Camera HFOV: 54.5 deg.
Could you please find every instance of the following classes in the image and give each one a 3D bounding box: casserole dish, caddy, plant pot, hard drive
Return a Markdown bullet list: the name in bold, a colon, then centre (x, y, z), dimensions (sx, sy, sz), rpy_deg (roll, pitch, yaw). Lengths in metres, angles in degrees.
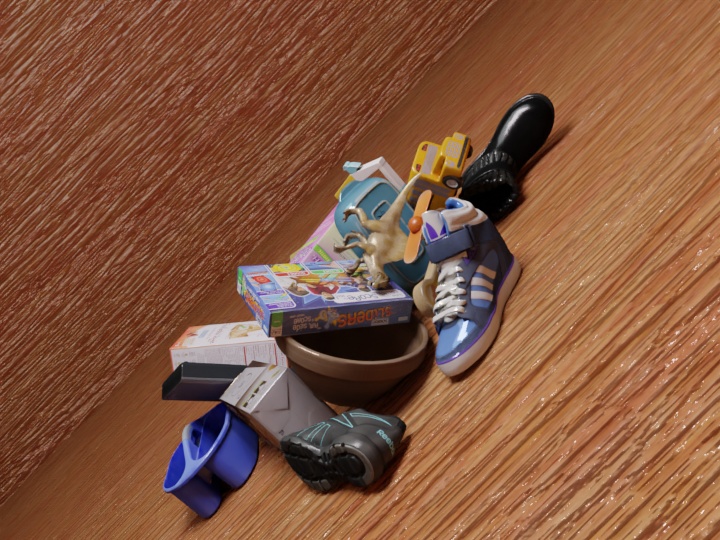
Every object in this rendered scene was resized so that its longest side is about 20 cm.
- **casserole dish**: centre (0.048, -0.052, 1.035), dimensions (0.121, 0.201, 0.039), rpy_deg (-45, 9, -30)
- **caddy**: centre (-0.242, 0.288, 1.106), dimensions (0.141, 0.105, 0.200), rpy_deg (-45, 14, 2)
- **plant pot**: centre (-0.015, 0.110, 0.901), dimensions (0.202, 0.196, 0.095), rpy_deg (-85, 2, -69)
- **hard drive**: centre (-0.211, 0.184, 1.136), dimensions (0.139, 0.196, 0.034), rpy_deg (-38, 50, 54)

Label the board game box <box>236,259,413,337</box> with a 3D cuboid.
- **board game box**: centre (-0.048, 0.031, 0.909), dimensions (0.135, 0.196, 0.035), rpy_deg (43, 131, 54)

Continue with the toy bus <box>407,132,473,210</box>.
- **toy bus**: centre (0.111, -0.129, 1.056), dimensions (0.201, 0.077, 0.066), rpy_deg (101, -170, -64)

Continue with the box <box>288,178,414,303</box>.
- **box**: centre (0.000, 0.000, 1.073), dimensions (0.201, 0.176, 0.096), rpy_deg (-53, 14, -29)

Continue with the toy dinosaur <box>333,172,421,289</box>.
- **toy dinosaur**: centre (0.024, -0.049, 0.960), dimensions (0.059, 0.099, 0.203), rpy_deg (83, -158, -54)

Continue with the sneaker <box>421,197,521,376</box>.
- **sneaker**: centre (0.104, 0.005, 0.823), dimensions (0.080, 0.147, 0.201), rpy_deg (-26, 23, 51)

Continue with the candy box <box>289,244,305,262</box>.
- **candy box**: centre (-0.044, -0.037, 1.435), dimensions (0.199, 0.115, 0.058), rpy_deg (-33, 60, 44)

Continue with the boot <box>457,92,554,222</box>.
- **boot**: centre (0.227, -0.169, 1.082), dimensions (0.213, 0.079, 0.158), rpy_deg (-55, 3, 24)

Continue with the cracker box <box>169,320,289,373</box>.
- **cracker box**: centre (-0.215, 0.132, 1.209), dimensions (0.195, 0.059, 0.134), rpy_deg (-5, 11, 1)

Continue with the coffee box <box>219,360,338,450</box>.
- **coffee box**: centre (-0.117, 0.196, 0.989), dimensions (0.080, 0.114, 0.199), rpy_deg (-49, 15, -18)

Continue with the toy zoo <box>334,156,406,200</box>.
- **toy zoo**: centre (0.040, -0.116, 1.244), dimensions (0.130, 0.200, 0.021), rpy_deg (-30, 18, 45)

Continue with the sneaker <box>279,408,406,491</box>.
- **sneaker**: centre (-0.022, 0.207, 0.813), dimensions (0.079, 0.076, 0.198), rpy_deg (-37, 13, -37)

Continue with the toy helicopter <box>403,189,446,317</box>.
- **toy helicopter**: centre (0.103, -0.018, 0.921), dimensions (0.078, 0.132, 0.201), rpy_deg (-33, 18, 36)
